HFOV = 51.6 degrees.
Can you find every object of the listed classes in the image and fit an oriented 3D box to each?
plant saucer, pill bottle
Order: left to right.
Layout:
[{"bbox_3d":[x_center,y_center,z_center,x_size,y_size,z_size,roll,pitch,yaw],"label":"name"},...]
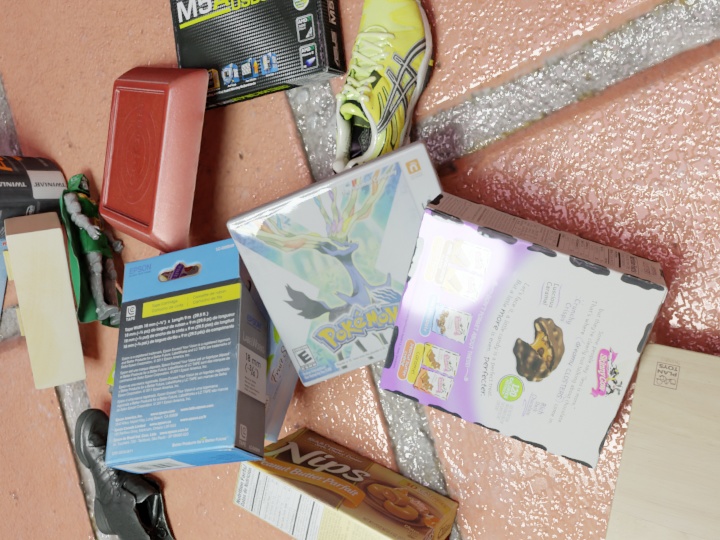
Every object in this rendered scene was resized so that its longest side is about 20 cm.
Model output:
[{"bbox_3d":[-0.477,-0.091,0.930,0.104,0.199,0.109,3,97,28],"label":"pill bottle"},{"bbox_3d":[-0.244,-0.130,0.844,0.199,0.036,0.204,19,103,50],"label":"plant saucer"}]

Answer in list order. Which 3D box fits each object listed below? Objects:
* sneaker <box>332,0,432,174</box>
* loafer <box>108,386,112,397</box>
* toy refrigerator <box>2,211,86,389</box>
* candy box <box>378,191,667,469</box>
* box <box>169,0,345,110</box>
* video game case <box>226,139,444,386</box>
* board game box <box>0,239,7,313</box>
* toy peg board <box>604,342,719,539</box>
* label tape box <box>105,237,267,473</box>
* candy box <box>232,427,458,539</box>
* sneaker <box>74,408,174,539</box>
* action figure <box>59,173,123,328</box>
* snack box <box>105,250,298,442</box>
[{"bbox_3d":[0.018,-0.174,0.701,0.074,0.076,0.204,8,98,30],"label":"sneaker"},{"bbox_3d":[-0.218,0.162,0.879,0.197,0.075,0.071,0,91,30],"label":"loafer"},{"bbox_3d":[-0.396,0.038,0.931,0.076,0.069,0.204,-143,48,-57],"label":"toy refrigerator"},{"bbox_3d":[0.132,0.048,0.634,0.197,0.072,0.171,19,112,12],"label":"candy box"},{"bbox_3d":[-0.117,-0.287,0.793,0.197,0.047,0.197,-5,95,29],"label":"box"},{"bbox_3d":[0.000,0.000,0.698,0.197,0.022,0.185,-20,109,12],"label":"video game case"},{"bbox_3d":[-0.573,-0.003,0.995,0.055,0.199,0.199,24,105,26],"label":"board game box"},{"bbox_3d":[0.309,0.180,0.584,0.197,0.097,0.203,11,85,28],"label":"toy peg board"},{"bbox_3d":[-0.164,0.084,0.724,0.142,0.063,0.204,-11,65,20],"label":"label tape box"},{"bbox_3d":[-0.015,0.233,0.747,0.197,0.115,0.056,19,103,27],"label":"candy box"},{"bbox_3d":[-0.295,0.273,0.947,0.103,0.060,0.204,-6,97,31],"label":"sneaker"},{"bbox_3d":[-0.331,-0.031,0.922,0.054,0.118,0.203,-23,73,3],"label":"action figure"},{"bbox_3d":[-0.155,0.072,0.802,0.197,0.068,0.171,10,72,27],"label":"snack box"}]
